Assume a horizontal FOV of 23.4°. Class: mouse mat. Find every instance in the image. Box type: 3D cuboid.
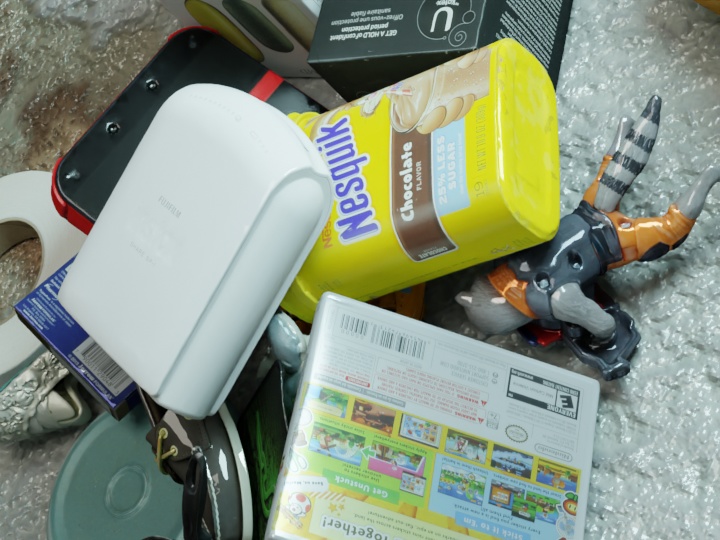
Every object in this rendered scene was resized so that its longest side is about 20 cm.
[{"bbox_3d":[-0.061,0.177,1.173,0.007,0.161,0.202,-2,68,-16],"label":"mouse mat"}]

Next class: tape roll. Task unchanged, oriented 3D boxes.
[{"bbox_3d":[-0.303,0.011,1.495,0.201,0.037,0.205,-15,58,25],"label":"tape roll"}]

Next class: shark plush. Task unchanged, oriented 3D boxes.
[{"bbox_3d":[-0.011,0.110,1.163,0.200,0.090,0.084,50,118,35],"label":"shark plush"}]

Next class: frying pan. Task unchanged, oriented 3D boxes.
[{"bbox_3d":[-0.128,0.203,1.214,0.114,0.031,0.192,9,110,43],"label":"frying pan"}]

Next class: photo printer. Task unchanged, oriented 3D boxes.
[{"bbox_3d":[-0.109,-0.023,1.181,0.166,0.069,0.201,38,100,46],"label":"photo printer"}]

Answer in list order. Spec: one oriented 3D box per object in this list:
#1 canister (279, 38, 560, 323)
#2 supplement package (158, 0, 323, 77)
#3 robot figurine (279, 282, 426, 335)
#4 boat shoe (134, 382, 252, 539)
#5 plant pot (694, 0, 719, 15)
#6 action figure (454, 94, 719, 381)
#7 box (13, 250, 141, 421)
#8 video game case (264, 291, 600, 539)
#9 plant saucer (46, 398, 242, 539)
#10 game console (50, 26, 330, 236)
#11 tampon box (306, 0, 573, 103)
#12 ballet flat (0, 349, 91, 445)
[{"bbox_3d":[0.034,-0.061,1.183,0.199,0.086,0.150,-19,56,34],"label":"canister"},{"bbox_3d":[-0.074,-0.269,1.388,0.151,0.200,0.152,5,68,35],"label":"supplement package"},{"bbox_3d":[0.000,0.000,1.285,0.144,0.058,0.202,-7,62,29],"label":"robot figurine"},{"bbox_3d":[-0.126,0.112,1.246,0.060,0.072,0.203,-7,58,-22],"label":"boat shoe"},{"bbox_3d":[0.283,-0.240,1.160,0.201,0.200,0.183,-55,34,-5],"label":"plant pot"},{"bbox_3d":[0.137,-0.033,1.189,0.193,0.105,0.200,-43,51,-7],"label":"action figure"},{"bbox_3d":[-0.155,0.008,1.350,0.200,0.032,0.121,-42,71,-16],"label":"box"},{"bbox_3d":[0.051,0.121,1.100,0.023,0.198,0.183,121,165,-54],"label":"video game case"},{"bbox_3d":[-0.169,0.172,1.318,0.198,0.036,0.202,-15,58,25],"label":"plant saucer"},{"bbox_3d":[-0.127,-0.084,1.365,0.176,0.031,0.200,35,70,10],"label":"game console"},{"bbox_3d":[0.071,-0.217,1.313,0.149,0.126,0.202,0,66,34],"label":"tampon box"},{"bbox_3d":[-0.222,0.081,1.384,0.200,0.072,0.072,-44,50,4],"label":"ballet flat"}]
